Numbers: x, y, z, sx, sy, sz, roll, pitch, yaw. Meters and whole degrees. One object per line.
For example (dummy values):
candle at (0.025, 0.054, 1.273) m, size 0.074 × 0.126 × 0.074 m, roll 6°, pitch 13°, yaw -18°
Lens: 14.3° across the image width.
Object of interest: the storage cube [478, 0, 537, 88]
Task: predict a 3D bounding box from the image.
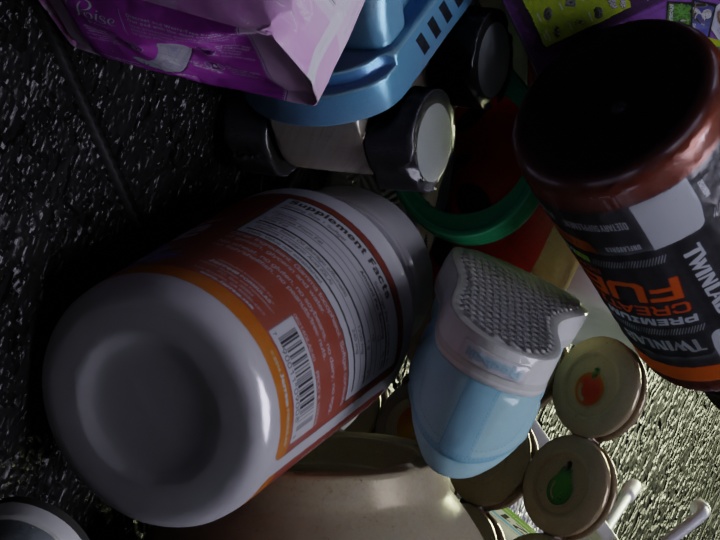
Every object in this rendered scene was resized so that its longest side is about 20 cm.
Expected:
storage cube at (0.150, -0.193, 1.413) m, size 0.171 × 0.179 × 0.200 m, roll -106°, pitch -169°, yaw -52°

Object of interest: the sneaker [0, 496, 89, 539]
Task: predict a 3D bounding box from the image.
sneaker at (-0.160, 0.201, 1.169) m, size 0.121 × 0.083 × 0.200 m, roll -52°, pitch 152°, yaw -62°

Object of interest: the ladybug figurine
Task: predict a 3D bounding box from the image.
ladybug figurine at (0.068, -0.034, 1.491) m, size 0.200 × 0.072 × 0.136 m, roll 123°, pitch -31°, yaw -63°

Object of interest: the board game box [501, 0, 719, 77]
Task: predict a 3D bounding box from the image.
board game box at (0.142, -0.106, 1.348) m, size 0.032 × 0.120 × 0.200 m, roll -101°, pitch 166°, yaw -48°

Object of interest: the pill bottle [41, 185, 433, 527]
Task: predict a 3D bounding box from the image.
pill bottle at (-0.046, 0.029, 1.274) m, size 0.200 × 0.112 × 0.112 m, roll -34°, pitch 136°, yaw -59°

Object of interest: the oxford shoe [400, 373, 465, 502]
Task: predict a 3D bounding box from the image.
oxford shoe at (0.029, 0.092, 1.572) m, size 0.200 × 0.072 × 0.085 m, roll -4°, pitch 100°, yaw -75°

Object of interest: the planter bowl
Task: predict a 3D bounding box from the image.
planter bowl at (-0.022, 0.147, 1.329) m, size 0.200 × 0.200 × 0.135 m, roll -13°, pitch 105°, yaw -65°

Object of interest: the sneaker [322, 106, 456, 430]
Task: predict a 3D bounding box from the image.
sneaker at (0.000, 0.000, 1.424) m, size 0.085 × 0.075 × 0.200 m, roll 45°, pitch 69°, yaw -80°

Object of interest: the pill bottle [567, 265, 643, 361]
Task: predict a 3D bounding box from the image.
pill bottle at (0.168, -0.056, 1.732) m, size 0.200 × 0.112 × 0.112 m, roll -68°, pitch 158°, yaw -14°

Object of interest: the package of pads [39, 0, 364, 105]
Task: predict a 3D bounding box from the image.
package of pads at (-0.037, -0.170, 1.145) m, size 0.200 × 0.120 × 0.076 m, roll -67°, pitch 157°, yaw -18°

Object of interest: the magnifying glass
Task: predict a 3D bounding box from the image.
magnifying glass at (0.043, -0.107, 1.376) m, size 0.022 × 0.079 × 0.200 m, roll 29°, pitch 47°, yaw -62°

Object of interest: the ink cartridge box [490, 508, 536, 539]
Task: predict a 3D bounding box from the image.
ink cartridge box at (0.074, 0.209, 1.623) m, size 0.076 × 0.148 × 0.200 m, roll -55°, pitch 162°, yaw 14°

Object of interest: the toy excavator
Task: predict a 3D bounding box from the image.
toy excavator at (0.004, -0.163, 1.303) m, size 0.195 × 0.100 × 0.200 m, roll -56°, pitch 144°, yaw -40°

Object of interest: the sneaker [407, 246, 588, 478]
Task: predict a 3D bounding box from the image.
sneaker at (0.052, 0.044, 1.317) m, size 0.082 × 0.074 × 0.200 m, roll -62°, pitch 174°, yaw 13°

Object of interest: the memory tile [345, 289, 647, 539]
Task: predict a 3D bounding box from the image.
memory tile at (0.045, 0.086, 1.428) m, size 0.017 × 0.200 × 0.154 m, roll 21°, pitch 87°, yaw -49°

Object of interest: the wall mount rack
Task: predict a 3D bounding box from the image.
wall mount rack at (0.130, 0.106, 1.703) m, size 0.075 × 0.200 × 0.174 m, roll -36°, pitch -173°, yaw -11°

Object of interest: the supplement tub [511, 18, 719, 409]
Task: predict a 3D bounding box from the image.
supplement tub at (0.156, -0.016, 1.341) m, size 0.200 × 0.107 × 0.107 m, roll 53°, pitch 54°, yaw -39°
